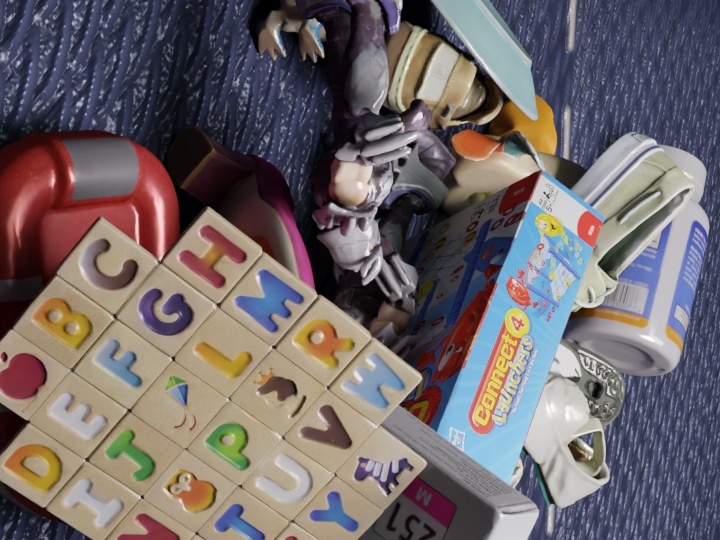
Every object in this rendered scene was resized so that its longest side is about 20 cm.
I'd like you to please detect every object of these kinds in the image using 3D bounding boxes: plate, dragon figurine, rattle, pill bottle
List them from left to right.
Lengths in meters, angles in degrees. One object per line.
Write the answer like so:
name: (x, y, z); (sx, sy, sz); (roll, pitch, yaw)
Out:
dragon figurine: (-0.030, -0.200, 0.772); (0.100, 0.058, 0.201); (-54, 137, -39)
plate: (0.066, -0.188, 0.827); (0.200, 0.026, 0.200); (49, 15, -18)
rattle: (0.119, -0.108, 0.917); (0.144, 0.130, 0.200); (-66, 149, -12)
pill bottle: (0.265, -0.012, 1.149); (0.112, 0.111, 0.201); (41, 60, -47)

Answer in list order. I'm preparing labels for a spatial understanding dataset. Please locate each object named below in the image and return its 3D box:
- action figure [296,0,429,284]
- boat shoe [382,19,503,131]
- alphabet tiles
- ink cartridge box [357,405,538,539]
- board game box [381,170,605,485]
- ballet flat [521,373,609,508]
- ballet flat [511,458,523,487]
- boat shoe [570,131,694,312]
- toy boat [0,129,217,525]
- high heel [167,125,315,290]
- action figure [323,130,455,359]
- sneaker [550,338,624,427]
action figure: (0.001, -0.093, 0.675); (0.069, 0.130, 0.202); (-1, 91, -16)
boat shoe: (0.060, -0.122, 0.835); (0.200, 0.076, 0.072); (-32, 142, -76)
alphabet tiles: (-0.073, 0.072, 0.574); (0.200, 0.006, 0.167); (38, 103, -19)
ink cartridge box: (-0.022, 0.149, 0.663); (0.043, 0.199, 0.175); (6, 111, -52)
board game box: (0.046, 0.056, 0.780); (0.056, 0.200, 0.197); (35, 59, -17)
ballet flat: (0.146, 0.116, 0.913); (0.070, 0.069, 0.200); (-66, 148, -25)
ballet flat: (0.082, 0.145, 0.904); (0.200, 0.068, 0.068); (46, 28, -66)
boat shoe: (0.155, -0.006, 0.872); (0.200, 0.062, 0.072); (-54, 147, 14)
toy boat: (-0.120, 0.031, 0.611); (0.130, 0.130, 0.202); (-13, 103, -52)
high heel: (-0.047, -0.001, 0.686); (0.067, 0.200, 0.096); (-47, 133, 10)
action figure: (0.000, 0.000, 0.783); (0.069, 0.130, 0.201); (34, 53, -31)
sneaker: (0.108, 0.064, 0.984); (0.199, 0.114, 0.077); (32, 70, -20)
